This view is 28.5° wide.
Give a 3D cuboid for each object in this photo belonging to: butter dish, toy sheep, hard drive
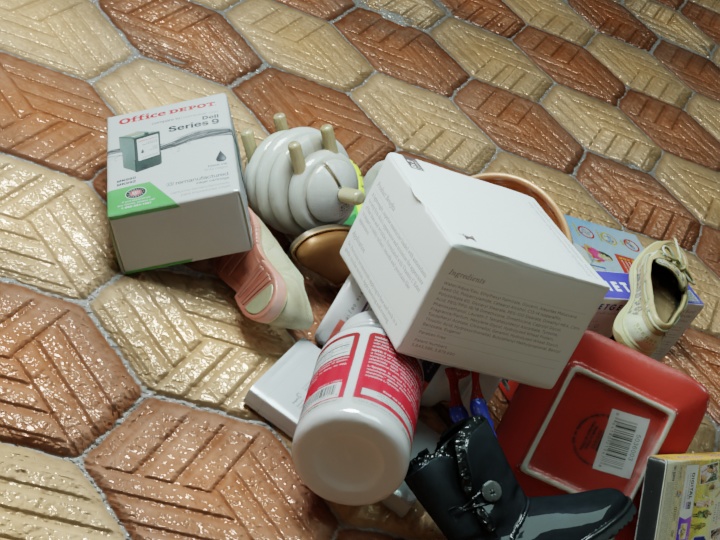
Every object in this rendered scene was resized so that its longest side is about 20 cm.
[{"bbox_3d":[0.248,0.168,1.562,0.199,0.201,0.148,25,7,-6],"label":"butter dish"},{"bbox_3d":[-0.067,-0.105,1.639,0.137,0.139,0.200,3,13,-38],"label":"toy sheep"},{"bbox_3d":[-0.010,0.159,1.466,0.200,0.027,0.132,35,31,7],"label":"hard drive"}]

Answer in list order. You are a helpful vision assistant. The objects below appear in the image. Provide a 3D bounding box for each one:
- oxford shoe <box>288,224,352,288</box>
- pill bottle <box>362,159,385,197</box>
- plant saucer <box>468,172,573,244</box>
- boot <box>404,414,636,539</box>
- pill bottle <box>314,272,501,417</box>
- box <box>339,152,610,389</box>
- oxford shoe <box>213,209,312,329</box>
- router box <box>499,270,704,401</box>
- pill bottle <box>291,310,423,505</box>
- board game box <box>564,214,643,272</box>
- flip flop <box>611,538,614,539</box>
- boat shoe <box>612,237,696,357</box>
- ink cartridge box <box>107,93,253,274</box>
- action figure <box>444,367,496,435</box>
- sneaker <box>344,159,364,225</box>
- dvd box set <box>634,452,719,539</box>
[{"bbox_3d":[0.000,0.000,1.640,0.200,0.071,0.071,19,35,-45],"label":"oxford shoe"},{"bbox_3d":[0.098,-0.059,1.795,0.199,0.117,0.117,17,33,-24],"label":"pill bottle"},{"bbox_3d":[0.159,-0.015,1.691,0.200,0.200,0.037,42,10,18],"label":"plant saucer"},{"bbox_3d":[0.155,0.212,1.375,0.200,0.076,0.169,-27,88,-21],"label":"boot"},{"bbox_3d":[0.059,0.080,1.559,0.199,0.112,0.111,31,30,1],"label":"pill bottle"},{"bbox_3d":[0.112,-0.001,1.459,0.199,0.131,0.199,15,25,-27],"label":"box"},{"bbox_3d":[-0.109,0.001,1.568,0.074,0.071,0.200,29,23,-36],"label":"oxford shoe"},{"bbox_3d":[0.283,0.083,1.683,0.199,0.180,0.049,4,41,-37],"label":"router box"},{"bbox_3d":[0.003,0.127,1.388,0.112,0.112,0.200,27,31,-6],"label":"pill bottle"},{"bbox_3d":[0.326,0.010,1.951,0.195,0.056,0.200,15,34,-26],"label":"board game box"},{"bbox_3d":[0.232,0.311,1.414,0.057,0.081,0.200,5,34,-9],"label":"flip flop"},{"bbox_3d":[0.341,0.024,1.589,0.073,0.063,0.200,38,41,-7],"label":"boat shoe"},{"bbox_3d":[-0.203,-0.099,1.561,0.145,0.084,0.200,-12,39,-2],"label":"ink cartridge box"},{"bbox_3d":[0.144,0.199,1.462,0.099,0.065,0.201,12,65,-34],"label":"action figure"},{"bbox_3d":[-0.042,-0.087,1.752,0.083,0.074,0.200,20,32,-26],"label":"sneaker"},{"bbox_3d":[0.376,0.270,1.536,0.199,0.147,0.029,3,7,-38],"label":"dvd box set"}]
